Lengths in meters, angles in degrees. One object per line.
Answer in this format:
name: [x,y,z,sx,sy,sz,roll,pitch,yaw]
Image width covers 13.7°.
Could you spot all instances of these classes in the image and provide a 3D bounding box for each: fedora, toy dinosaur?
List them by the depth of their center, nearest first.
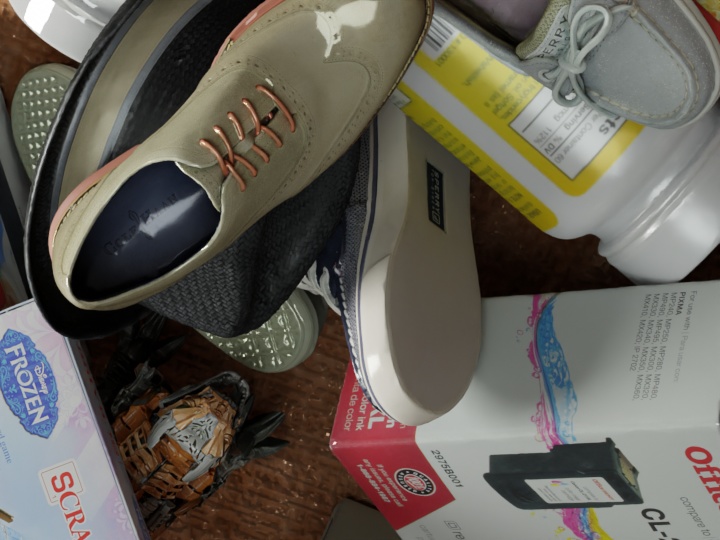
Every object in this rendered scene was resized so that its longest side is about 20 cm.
fedora: [-0.062,-0.043,1.326,0.091,0.200,0.202,30,119,24]
toy dinosaur: [-0.117,0.095,1.470,0.199,0.136,0.102,-15,117,36]

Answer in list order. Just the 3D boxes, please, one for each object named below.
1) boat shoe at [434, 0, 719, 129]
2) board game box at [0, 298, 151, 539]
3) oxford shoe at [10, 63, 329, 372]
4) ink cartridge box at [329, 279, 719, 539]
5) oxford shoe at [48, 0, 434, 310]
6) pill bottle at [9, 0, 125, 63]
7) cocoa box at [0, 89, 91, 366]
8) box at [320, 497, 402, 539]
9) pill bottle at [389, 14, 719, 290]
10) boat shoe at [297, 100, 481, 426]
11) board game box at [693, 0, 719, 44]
boat shoe: [0.062,-0.120,1.255,0.202,0.065,0.074,38,132,-3]
board game box: [-0.196,0.138,1.370,0.198,0.041,0.201,-20,83,1]
oxford shoe: [-0.092,-0.028,1.468,0.200,0.058,0.075,41,123,11]
ink cartridge box: [0.109,0.082,1.396,0.199,0.083,0.146,-5,141,29]
oxford shoe: [-0.045,-0.051,1.225,0.071,0.074,0.200,44,97,-12]
pill bottle: [-0.080,-0.191,1.359,0.112,0.112,0.200,33,117,-2]
cocoa box: [-0.237,-0.004,1.467,0.133,0.131,0.201,-10,110,17]
box: [0.062,0.202,1.515,0.199,0.078,0.095,19,117,4]
pill bottle: [0.088,-0.087,1.363,0.200,0.114,0.114,40,116,-6]
boat shoe: [0.000,0.000,1.388,0.092,0.201,0.075,-26,130,30]
board game box: [0.182,-0.187,1.296,0.151,0.046,0.200,40,92,-6]
